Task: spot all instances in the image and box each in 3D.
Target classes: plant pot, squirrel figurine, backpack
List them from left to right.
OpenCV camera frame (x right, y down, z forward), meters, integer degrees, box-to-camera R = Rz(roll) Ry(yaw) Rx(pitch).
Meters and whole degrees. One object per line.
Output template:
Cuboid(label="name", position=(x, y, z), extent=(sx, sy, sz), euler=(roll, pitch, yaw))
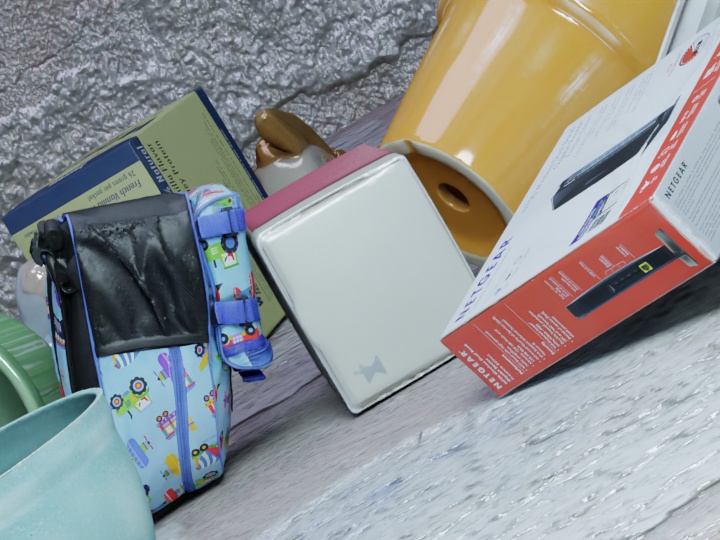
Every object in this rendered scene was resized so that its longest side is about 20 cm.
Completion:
Cuboid(label="plant pot", position=(-0.175, 0.164, 1.244), extent=(0.200, 0.134, 0.200), euler=(-29, 7, 4))
Cuboid(label="backpack", position=(-0.127, 0.053, 1.665), extent=(0.134, 0.200, 0.183), euler=(-11, 2, -8))
Cuboid(label="squirrel figurine", position=(-0.089, -0.043, 2.492), extent=(0.187, 0.142, 0.200), euler=(-39, -10, 19))
Cuboid(label="plant pot", position=(0.112, -0.107, 1.822), extent=(0.183, 0.200, 0.200), euler=(-51, 16, -25))

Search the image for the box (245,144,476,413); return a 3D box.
Cuboid(label="box", position=(0.000, 0.000, 1.695), extent=(0.109, 0.128, 0.200), euler=(-30, 8, -4))

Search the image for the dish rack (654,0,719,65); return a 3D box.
Cuboid(label="dish rack", position=(0.218, -0.125, 1.670), extent=(0.200, 0.043, 0.172), euler=(-30, -41, -73))

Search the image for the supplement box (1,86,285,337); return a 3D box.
Cuboid(label="supplement box", position=(-0.163, -0.018, 2.203), extent=(0.134, 0.200, 0.200), euler=(-29, 8, 20))

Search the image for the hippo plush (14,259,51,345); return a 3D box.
Cuboid(label="hippo plush", position=(-0.222, 0.072, 1.984), extent=(0.200, 0.159, 0.161), euler=(-28, 7, 16))

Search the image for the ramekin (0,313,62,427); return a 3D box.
Cuboid(label="ramekin", position=(-0.282, 0.118, 1.793), extent=(0.200, 0.200, 0.098), euler=(-28, 0, 20))

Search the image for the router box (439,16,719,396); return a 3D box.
Cuboid(label="router box", position=(0.148, -0.043, 1.424), extent=(0.179, 0.049, 0.200), euler=(-36, 15, 45))
